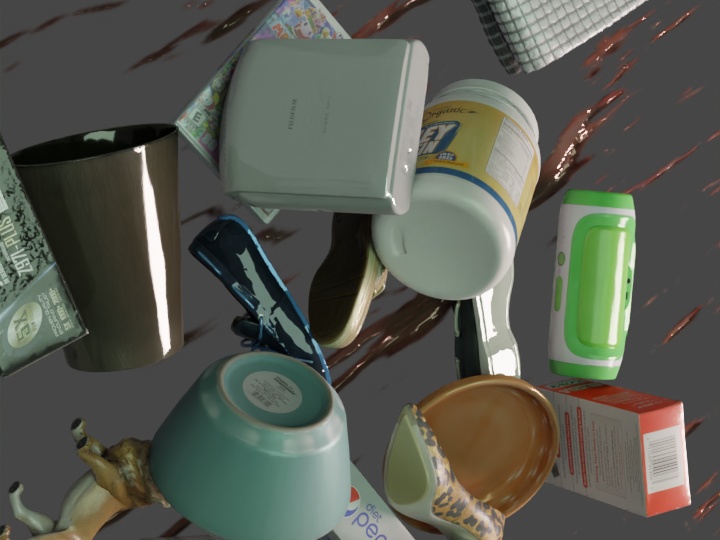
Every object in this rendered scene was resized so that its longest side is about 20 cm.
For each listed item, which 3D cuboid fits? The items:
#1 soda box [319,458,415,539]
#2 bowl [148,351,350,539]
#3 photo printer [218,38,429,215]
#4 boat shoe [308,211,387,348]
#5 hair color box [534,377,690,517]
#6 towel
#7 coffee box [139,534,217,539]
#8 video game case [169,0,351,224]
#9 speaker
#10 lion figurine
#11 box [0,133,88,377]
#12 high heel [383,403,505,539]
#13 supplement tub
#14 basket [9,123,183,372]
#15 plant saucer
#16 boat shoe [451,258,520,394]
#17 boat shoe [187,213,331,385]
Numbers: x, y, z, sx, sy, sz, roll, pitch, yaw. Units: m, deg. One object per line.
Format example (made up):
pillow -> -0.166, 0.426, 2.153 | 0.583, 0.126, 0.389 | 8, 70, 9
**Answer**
soda box -> -0.011, 0.255, 1.738 | 0.063, 0.068, 0.201 | -46, 113, -20
bowl -> -0.091, 0.152, 1.584 | 0.199, 0.201, 0.106 | -2, 129, -28
photo printer -> -0.041, -0.139, 1.602 | 0.069, 0.198, 0.168 | 28, 69, -63
boat shoe -> 0.000, 0.000, 1.690 | 0.065, 0.072, 0.202 | 44, 42, -35
hair color box -> 0.267, 0.185, 1.809 | 0.063, 0.199, 0.112 | -10, 99, -26
towel -> 0.203, -0.325, 1.798 | 0.199, 0.085, 0.167 | -35, 108, -20
coffee box -> -0.165, 0.369, 1.639 | 0.079, 0.114, 0.203 | 2, 93, -29
video game case -> -0.079, -0.168, 1.692 | 0.143, 0.018, 0.200 | 47, 73, -23
speaker -> 0.253, 0.015, 1.853 | 0.088, 0.088, 0.203 | 4, 93, -29
lion figurine -> -0.260, 0.225, 1.609 | 0.200, 0.072, 0.123 | -42, 121, -4
box -> -0.338, -0.022, 1.480 | 0.086, 0.163, 0.202 | -28, 108, -23
high heel -> 0.092, 0.215, 1.749 | 0.142, 0.071, 0.202 | -25, 110, -48
supplement tub -> 0.100, -0.085, 1.687 | 0.145, 0.144, 0.201 | 49, 37, -23
basket -> -0.232, -0.019, 1.558 | 0.180, 0.135, 0.202 | -22, 111, -49
plant saucer -> 0.113, 0.189, 1.781 | 0.198, 0.038, 0.202 | -10, 123, -15
boat shoe -> 0.124, 0.040, 1.798 | 0.075, 0.060, 0.203 | -7, 96, -48
boat shoe -> -0.103, 0.042, 1.675 | 0.068, 0.084, 0.201 | -33, 93, -14
